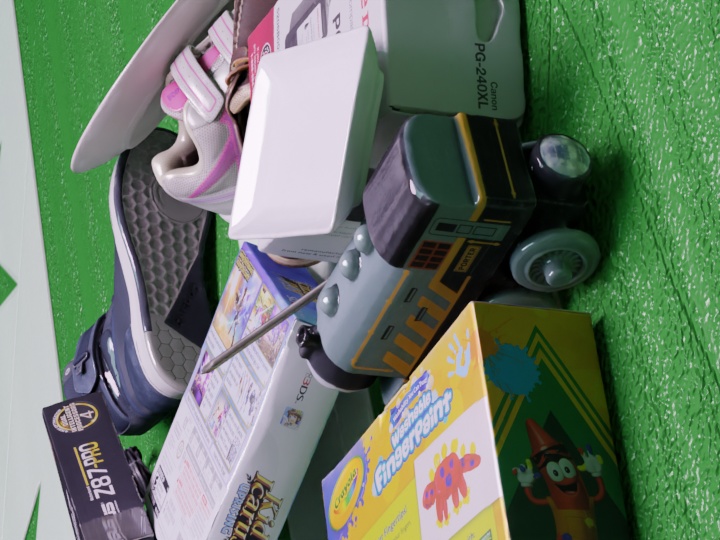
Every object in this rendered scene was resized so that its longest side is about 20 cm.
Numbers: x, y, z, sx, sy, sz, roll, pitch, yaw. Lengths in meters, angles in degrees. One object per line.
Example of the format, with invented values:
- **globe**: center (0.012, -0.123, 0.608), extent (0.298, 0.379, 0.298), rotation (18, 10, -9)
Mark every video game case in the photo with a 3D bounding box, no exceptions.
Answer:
- **video game case**: center (-0.069, 0.093, 1.765), extent (0.200, 0.045, 0.182), rotation (-128, 58, -73)

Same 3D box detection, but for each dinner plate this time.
- **dinner plate**: center (-0.123, -0.140, 1.952), extent (0.200, 0.024, 0.200), rotation (-54, -1, -1)

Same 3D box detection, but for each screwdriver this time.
- **screwdriver**: center (0.000, 0.000, 1.562), extent (0.200, 0.029, 0.028), rotation (-40, 7, -5)

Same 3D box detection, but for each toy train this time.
- **toy train**: center (0.043, -0.002, 1.505), extent (0.200, 0.114, 0.085), rotation (122, 147, -46)

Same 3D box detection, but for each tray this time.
- **tray**: center (-0.027, -0.069, 1.573), extent (0.200, 0.022, 0.108), rotation (178, 101, -72)

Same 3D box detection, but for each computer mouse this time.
- **computer mouse**: center (-0.131, 0.170, 2.002), extent (0.200, 0.034, 0.059), rotation (-120, 18, -61)

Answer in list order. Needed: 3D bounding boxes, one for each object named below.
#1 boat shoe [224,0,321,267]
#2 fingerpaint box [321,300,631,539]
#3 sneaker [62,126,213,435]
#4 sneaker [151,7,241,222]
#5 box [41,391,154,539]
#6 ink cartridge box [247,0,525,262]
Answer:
- **boat shoe**: center (-0.047, -0.105, 1.779), extent (0.072, 0.072, 0.201), rotation (39, -131, -76)
- **fingerpaint box**: center (0.058, 0.137, 1.483), extent (0.200, 0.073, 0.167), rotation (126, 143, -50)
- **sneaker**: center (-0.158, 0.015, 2.044), extent (0.146, 0.077, 0.203), rotation (137, 133, -55)
- **sneaker**: center (-0.078, -0.118, 1.868), extent (0.081, 0.088, 0.201), rotation (-127, 48, -60)
- **box**: center (-0.152, 0.204, 1.914), extent (0.161, 0.049, 0.201), rotation (-119, 16, -53)
- **ink cartridge box**: center (0.011, -0.109, 1.654), extent (0.200, 0.083, 0.146), rotation (135, 137, -57)
